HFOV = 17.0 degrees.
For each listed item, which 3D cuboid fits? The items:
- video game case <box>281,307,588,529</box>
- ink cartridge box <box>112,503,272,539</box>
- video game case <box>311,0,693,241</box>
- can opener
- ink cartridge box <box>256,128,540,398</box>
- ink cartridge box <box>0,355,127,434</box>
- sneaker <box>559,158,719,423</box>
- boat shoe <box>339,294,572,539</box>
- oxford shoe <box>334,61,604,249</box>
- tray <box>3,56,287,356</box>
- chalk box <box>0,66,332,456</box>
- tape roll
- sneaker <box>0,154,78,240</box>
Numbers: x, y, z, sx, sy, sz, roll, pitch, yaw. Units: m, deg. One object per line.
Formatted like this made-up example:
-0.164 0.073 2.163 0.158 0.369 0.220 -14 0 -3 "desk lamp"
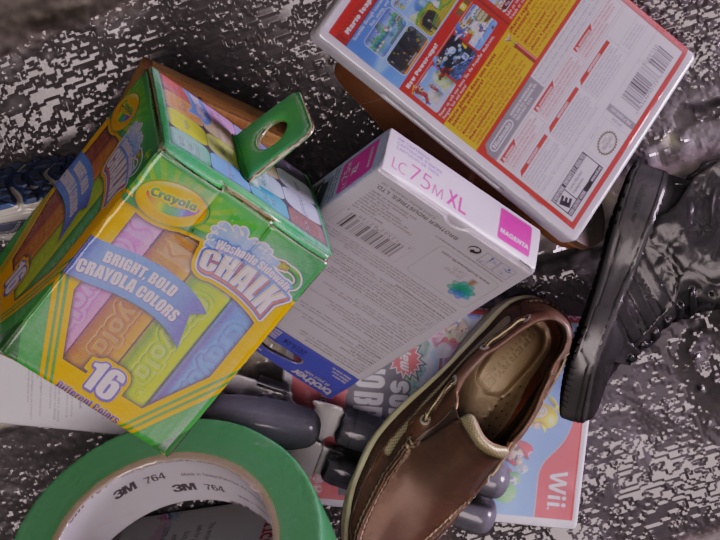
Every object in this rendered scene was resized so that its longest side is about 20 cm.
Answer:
0.048 0.090 1.559 0.199 0.017 0.144 5 108 1 "video game case"
-0.125 0.222 1.535 0.199 0.146 0.083 -9 111 11 "ink cartridge box"
0.087 -0.133 1.434 0.200 0.017 0.143 38 75 -14 "video game case"
-0.005 0.121 1.527 0.199 0.067 0.054 19 109 -2 "can opener"
0.000 0.000 1.459 0.119 0.042 0.200 33 136 -22 "ink cartridge box"
-0.203 0.050 1.549 0.199 0.039 0.100 7 108 3 "ink cartridge box"
0.197 0.010 1.494 0.104 0.060 0.201 17 94 1 "sneaker"
0.059 0.100 1.478 0.075 0.075 0.203 35 84 -14 "boat shoe"
0.068 -0.080 1.488 0.200 0.071 0.071 42 133 -10 "oxford shoe"
-0.131 -0.019 1.458 0.098 0.037 0.200 24 110 -17 "tray"
-0.102 -0.023 1.373 0.124 0.125 0.200 34 105 -21 "chalk box"
-0.113 0.183 1.441 0.200 0.201 0.048 -14 139 8 "tape roll"
-0.160 -0.025 1.505 0.199 0.077 0.086 -7 112 6 "sneaker"
